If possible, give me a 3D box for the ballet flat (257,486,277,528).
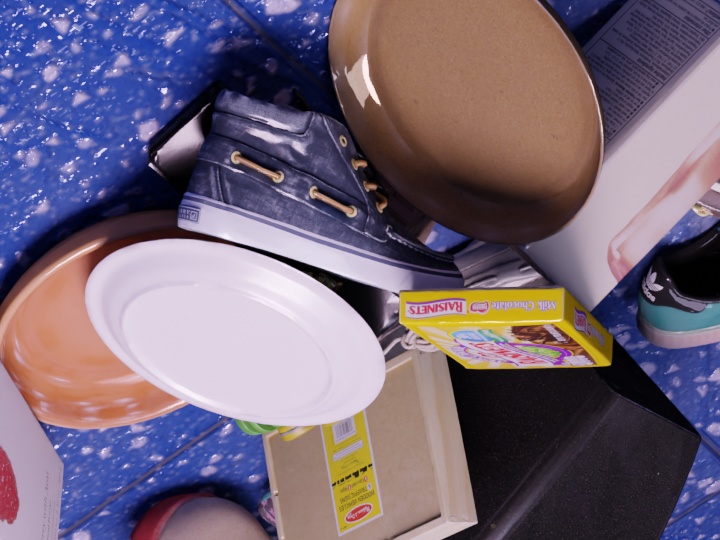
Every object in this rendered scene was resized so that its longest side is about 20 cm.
[{"bbox_3d":[-0.010,0.203,1.915,0.071,0.070,0.200,-23,144,28],"label":"ballet flat"}]

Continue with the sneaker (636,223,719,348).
[{"bbox_3d":[0.303,0.000,1.838,0.199,0.072,0.080,-16,147,-11],"label":"sneaker"}]

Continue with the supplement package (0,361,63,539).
[{"bbox_3d":[-0.279,0.132,1.586,0.119,0.122,0.200,-6,145,10],"label":"supplement package"}]

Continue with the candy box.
[{"bbox_3d":[0.094,0.037,1.546,0.101,0.027,0.200,1,170,15],"label":"candy box"}]

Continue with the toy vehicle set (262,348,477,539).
[{"bbox_3d":[0.002,0.143,1.732,0.026,0.125,0.200,3,159,-36],"label":"toy vehicle set"}]

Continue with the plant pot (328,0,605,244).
[{"bbox_3d":[0.068,-0.109,1.492,0.027,0.200,0.201,-39,157,-40],"label":"plant pot"}]

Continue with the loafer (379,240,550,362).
[{"bbox_3d":[0.072,0.028,1.735,0.199,0.070,0.070,-34,143,11],"label":"loafer"}]

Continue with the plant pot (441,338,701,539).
[{"bbox_3d":[0.125,0.127,1.801,0.178,0.200,0.200,-50,138,12],"label":"plant pot"}]

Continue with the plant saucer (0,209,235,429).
[{"bbox_3d":[-0.152,0.027,1.632,0.199,0.038,0.201,-16,142,-13],"label":"plant saucer"}]

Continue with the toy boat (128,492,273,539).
[{"bbox_3d":[-0.130,0.252,1.868,0.130,0.131,0.200,-2,146,23],"label":"toy boat"}]

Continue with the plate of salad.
[{"bbox_3d":[-0.078,0.035,1.569,0.199,0.048,0.201,12,145,9],"label":"plate of salad"}]

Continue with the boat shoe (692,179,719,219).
[{"bbox_3d":[0.255,-0.063,1.703,0.059,0.072,0.200,-37,166,27],"label":"boat shoe"}]

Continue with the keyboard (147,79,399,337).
[{"bbox_3d":[-0.033,-0.045,1.568,0.104,0.040,0.200,-39,113,20],"label":"keyboard"}]

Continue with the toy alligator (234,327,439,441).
[{"bbox_3d":[-0.028,0.076,1.645,0.199,0.060,0.054,-23,-170,42],"label":"toy alligator"}]

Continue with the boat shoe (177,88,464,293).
[{"bbox_3d":[-0.011,-0.044,1.508,0.199,0.071,0.092,17,89,-30],"label":"boat shoe"}]

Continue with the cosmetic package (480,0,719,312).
[{"bbox_3d":[0.170,-0.083,1.583,0.200,0.103,0.087,-44,129,1],"label":"cosmetic package"}]

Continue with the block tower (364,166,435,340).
[{"bbox_3d":[0.000,0.000,1.658,0.058,0.054,0.201,-34,157,-47],"label":"block tower"}]
